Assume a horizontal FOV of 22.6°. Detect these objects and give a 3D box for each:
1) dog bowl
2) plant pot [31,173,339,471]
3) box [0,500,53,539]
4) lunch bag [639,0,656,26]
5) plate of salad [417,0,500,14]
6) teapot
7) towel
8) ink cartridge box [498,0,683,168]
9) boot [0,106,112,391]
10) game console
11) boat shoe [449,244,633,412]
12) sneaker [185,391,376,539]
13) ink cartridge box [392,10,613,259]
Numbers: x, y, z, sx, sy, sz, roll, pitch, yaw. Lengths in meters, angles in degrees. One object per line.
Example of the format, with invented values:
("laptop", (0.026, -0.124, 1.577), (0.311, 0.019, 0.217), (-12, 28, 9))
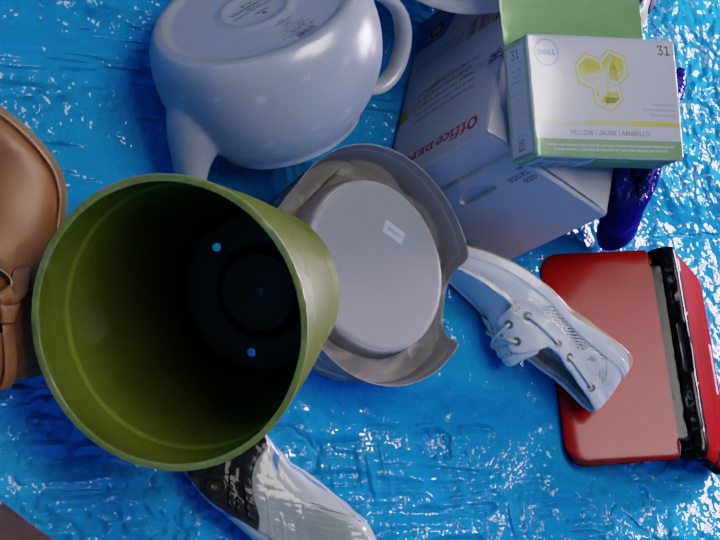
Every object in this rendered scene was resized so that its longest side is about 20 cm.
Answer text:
("dog bowl", (0.000, 0.000, 1.471), (0.200, 0.059, 0.201), (12, 71, -39))
("plant pot", (-0.103, 0.026, 1.295), (0.201, 0.200, 0.193), (64, 17, 2))
("box", (-0.203, 0.256, 1.209), (0.200, 0.075, 0.100), (42, 52, -19))
("lunch bag", (0.229, -0.296, 1.695), (0.200, 0.122, 0.171), (35, 81, -44))
("plate of salad", (0.097, -0.310, 1.553), (0.199, 0.048, 0.201), (0, 76, 1))
("teapot", (-0.064, -0.150, 1.439), (0.198, 0.199, 0.146), (-85, 163, -51))
("towel", (0.253, -0.103, 1.626), (0.049, 0.200, 0.148), (10, 81, 5))
("ink cartridge box", (0.187, -0.185, 1.488), (0.145, 0.048, 0.201), (0, 82, -25))
("boot", (-0.270, -0.014, 1.262), (0.155, 0.074, 0.200), (-37, 99, -47))
("game console", (0.258, 0.089, 1.675), (0.172, 0.118, 0.201), (34, 47, -62))
("boat shoe", (0.144, 0.052, 1.566), (0.200, 0.071, 0.069), (35, 72, -9))
("sneaker", (-0.067, 0.172, 1.365), (0.200, 0.072, 0.072), (43, 78, -1))
("ink cartridge box", (0.133, -0.138, 1.587), (0.144, 0.147, 0.200), (30, 56, -25))
